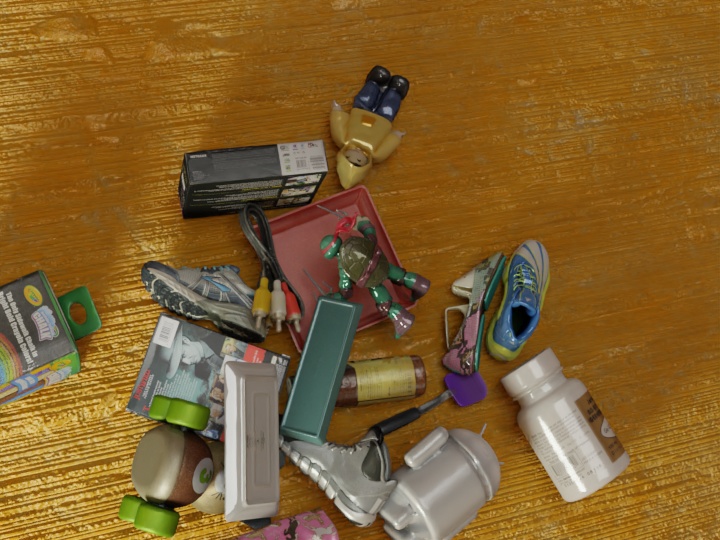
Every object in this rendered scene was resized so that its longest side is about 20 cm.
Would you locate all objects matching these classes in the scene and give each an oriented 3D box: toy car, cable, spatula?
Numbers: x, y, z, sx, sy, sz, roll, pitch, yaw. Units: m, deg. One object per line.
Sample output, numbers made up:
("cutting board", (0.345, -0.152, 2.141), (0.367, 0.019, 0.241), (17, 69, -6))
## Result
("toy car", (-0.193, 0.273, 1.411), (0.198, 0.157, 0.167), (21, 78, -25))
("cable", (-0.119, -0.003, 1.511), (0.096, 0.050, 0.204), (9, 64, -37))
("spatula", (0.098, 0.198, 1.562), (0.198, 0.021, 0.057), (-25, 69, -17))

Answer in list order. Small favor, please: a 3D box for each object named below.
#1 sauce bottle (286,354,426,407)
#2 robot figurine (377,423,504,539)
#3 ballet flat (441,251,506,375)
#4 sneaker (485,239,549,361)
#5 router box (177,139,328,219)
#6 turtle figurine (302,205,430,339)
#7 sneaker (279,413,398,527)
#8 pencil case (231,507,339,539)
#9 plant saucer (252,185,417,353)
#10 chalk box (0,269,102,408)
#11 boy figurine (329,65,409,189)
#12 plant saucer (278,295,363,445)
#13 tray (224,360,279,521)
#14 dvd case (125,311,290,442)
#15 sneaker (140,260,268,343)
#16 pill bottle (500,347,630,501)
("sauce bottle", (-0.006, 0.160, 1.525), (0.196, 0.066, 0.067), (-3, 75, -17))
("robot figurine", (0.114, 0.298, 1.488), (0.199, 0.112, 0.172), (-33, 123, -20))
("ballet flat", (0.164, 0.057, 1.603), (0.070, 0.069, 0.203), (12, 70, 13))
("sneaker", (0.251, 0.037, 1.603), (0.075, 0.105, 0.203), (21, 71, -7))
("router box", (-0.156, -0.128, 1.528), (0.196, 0.149, 0.052), (-7, 76, -16))
("turtle figurine", (0.000, 0.000, 1.521), (0.199, 0.101, 0.151), (35, 80, -12))
("sneaker", (-0.026, 0.241, 1.462), (0.200, 0.075, 0.116), (42, 97, 13))
("pencil case", (-0.122, 0.383, 1.409), (0.197, 0.083, 0.087), (-14, 56, -27))
("plant saucer", (-0.043, -0.001, 1.579), (0.197, 0.037, 0.203), (-22, 79, -18))
("chalk box", (-0.442, 0.089, 1.410), (0.198, 0.124, 0.126), (-23, 80, -20))
("boy figurine", (0.004, -0.216, 1.630), (0.123, 0.065, 0.202), (28, 60, -5))
("plant saucer", (-0.055, 0.132, 1.463), (0.069, 0.019, 0.203), (11, 73, 18))
("tray", (-0.136, 0.221, 1.402), (0.107, 0.022, 0.204), (10, 75, -54))
("dvd case", (-0.211, 0.159, 1.499), (0.197, 0.022, 0.148), (20, 70, -9))
("sneaker", (-0.214, 0.028, 1.516), (0.198, 0.078, 0.087), (27, 62, -15))
("pill bottle", (0.292, 0.220, 1.555), (0.113, 0.114, 0.202), (-29, 83, -20))
